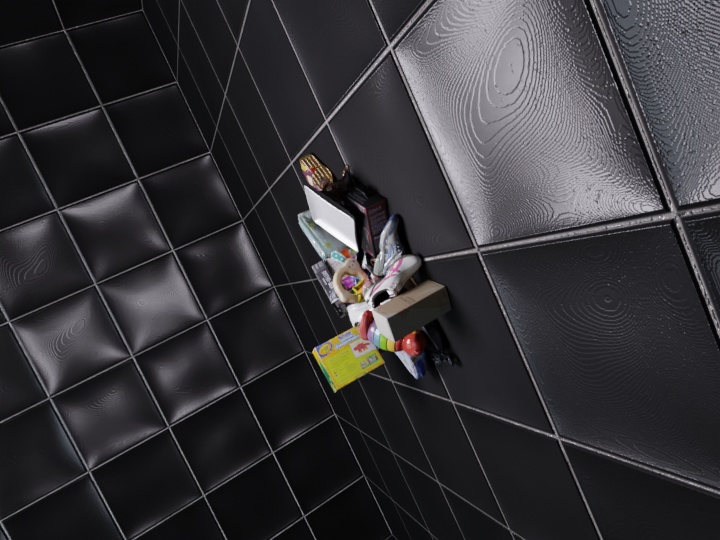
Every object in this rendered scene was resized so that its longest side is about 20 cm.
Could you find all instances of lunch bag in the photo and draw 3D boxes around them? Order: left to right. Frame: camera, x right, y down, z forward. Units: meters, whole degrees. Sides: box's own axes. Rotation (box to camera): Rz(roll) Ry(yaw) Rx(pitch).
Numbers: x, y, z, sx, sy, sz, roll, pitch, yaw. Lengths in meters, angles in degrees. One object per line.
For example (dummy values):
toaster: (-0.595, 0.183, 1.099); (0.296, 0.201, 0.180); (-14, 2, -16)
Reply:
lunch bag: (0.164, 0.267, 1.682); (0.160, 0.075, 0.200); (49, 170, 36)

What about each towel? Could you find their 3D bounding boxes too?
towel: (-0.102, -0.144, 1.748); (0.201, 0.170, 0.048); (55, 156, 22)

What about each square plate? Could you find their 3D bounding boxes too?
square plate: (-0.082, -0.163, 1.576); (0.198, 0.028, 0.200); (36, 161, 19)

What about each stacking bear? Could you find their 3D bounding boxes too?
stacking bear: (0.108, 0.197, 1.559); (0.199, 0.121, 0.115); (21, 111, 27)

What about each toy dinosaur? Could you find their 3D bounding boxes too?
toy dinosaur: (-0.087, -0.250, 1.632); (0.086, 0.135, 0.200); (56, 159, 18)

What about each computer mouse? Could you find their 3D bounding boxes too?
computer mouse: (0.218, 0.200, 1.568); (0.201, 0.053, 0.138); (56, 163, -9)

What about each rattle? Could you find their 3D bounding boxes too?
rattle: (-0.023, -0.008, 1.597); (0.143, 0.129, 0.201); (104, 162, -65)

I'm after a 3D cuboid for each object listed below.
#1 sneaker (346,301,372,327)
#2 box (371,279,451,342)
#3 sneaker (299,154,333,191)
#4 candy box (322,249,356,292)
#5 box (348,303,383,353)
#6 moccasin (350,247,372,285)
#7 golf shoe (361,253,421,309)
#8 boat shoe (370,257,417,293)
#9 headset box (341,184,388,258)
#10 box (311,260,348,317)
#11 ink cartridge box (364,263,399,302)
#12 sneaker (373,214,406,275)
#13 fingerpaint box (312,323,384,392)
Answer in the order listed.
sneaker: (0.048, 0.147, 1.769); (0.199, 0.075, 0.100); (-16, 78, 32)
box: (0.143, 0.110, 1.414); (0.095, 0.199, 0.078); (23, 136, 60)
sneaker: (-0.146, -0.323, 1.796); (0.200, 0.075, 0.090); (57, 168, 34)
candy box: (-0.049, -0.030, 1.796); (0.201, 0.136, 0.061); (57, 177, 14)
box: (0.051, 0.196, 1.880); (0.201, 0.106, 0.122); (57, 157, 18)
moccasin: (0.000, 0.000, 1.704); (0.080, 0.068, 0.202); (-4, 88, 26)
golf shoe: (0.099, 0.036, 1.453); (0.073, 0.200, 0.092); (44, -170, -41)
boat shoe: (0.107, 0.024, 1.589); (0.200, 0.070, 0.071); (50, 152, 29)
headset box: (0.020, -0.161, 1.565); (0.149, 0.077, 0.201); (40, 151, 47)
box: (-0.102, 0.070, 1.823); (0.158, 0.050, 0.200); (59, 175, 20)
ink cartridge box: (0.079, 0.071, 1.611); (0.160, 0.047, 0.200); (53, -169, 27)
sneaker: (0.099, -0.070, 1.503); (0.085, 0.077, 0.201); (15, 123, 8)
fingerpaint box: (-0.043, 0.308, 1.803); (0.167, 0.199, 0.073); (59, 158, 12)
